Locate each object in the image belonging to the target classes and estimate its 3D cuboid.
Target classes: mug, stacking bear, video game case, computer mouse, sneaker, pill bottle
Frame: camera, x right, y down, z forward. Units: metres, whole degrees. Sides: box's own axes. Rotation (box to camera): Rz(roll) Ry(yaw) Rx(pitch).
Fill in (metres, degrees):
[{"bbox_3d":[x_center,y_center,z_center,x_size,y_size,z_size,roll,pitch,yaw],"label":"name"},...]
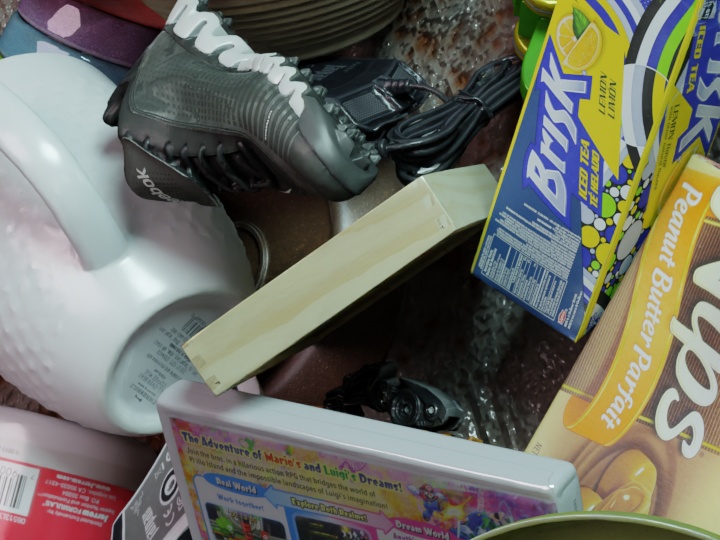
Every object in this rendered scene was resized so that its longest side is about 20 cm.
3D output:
[{"bbox_3d":[-0.142,-0.018,1.126,0.148,0.200,0.175,-38,52,-11],"label":"mug"},{"bbox_3d":[-0.163,-0.080,1.281,0.200,0.121,0.114,-67,24,13],"label":"stacking bear"},{"bbox_3d":[0.014,0.141,0.973,0.200,0.024,0.182,10,126,34],"label":"video game case"},{"bbox_3d":[-0.021,-0.065,1.114,0.200,0.140,0.046,2,115,26],"label":"computer mouse"},{"bbox_3d":[-0.060,-0.058,1.024,0.091,0.066,0.200,-45,34,-3],"label":"sneaker"},{"bbox_3d":[-0.182,0.176,1.192,0.112,0.112,0.200,6,79,45],"label":"pill bottle"},{"bbox_3d":[-0.089,0.135,1.076,0.200,0.044,0.110,-54,27,20],"label":"computer mouse"}]

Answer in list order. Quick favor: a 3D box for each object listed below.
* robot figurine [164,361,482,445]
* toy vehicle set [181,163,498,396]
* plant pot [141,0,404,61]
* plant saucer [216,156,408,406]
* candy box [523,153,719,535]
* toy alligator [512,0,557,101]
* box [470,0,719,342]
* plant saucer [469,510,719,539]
[{"bbox_3d":[-0.014,0.120,1.086,0.200,0.058,0.145,-9,76,42],"label":"robot figurine"},{"bbox_3d":[0.000,0.000,1.024,0.124,0.200,0.027,-35,88,11],"label":"toy vehicle set"},{"bbox_3d":[-0.036,-0.168,1.172,0.201,0.093,0.201,-12,27,6],"label":"plant pot"},{"bbox_3d":[-0.059,0.004,1.199,0.200,0.034,0.200,-19,62,39],"label":"plant saucer"},{"bbox_3d":[0.144,0.065,0.964,0.115,0.055,0.200,36,100,44],"label":"candy box"},{"bbox_3d":[0.100,-0.165,1.103,0.054,0.059,0.200,-1,63,-2],"label":"toy alligator"},{"bbox_3d":[0.114,-0.075,0.972,0.064,0.070,0.200,33,125,24],"label":"box"},{"bbox_3d":[0.106,0.168,0.894,0.200,0.200,0.031,-33,17,31],"label":"plant saucer"}]
